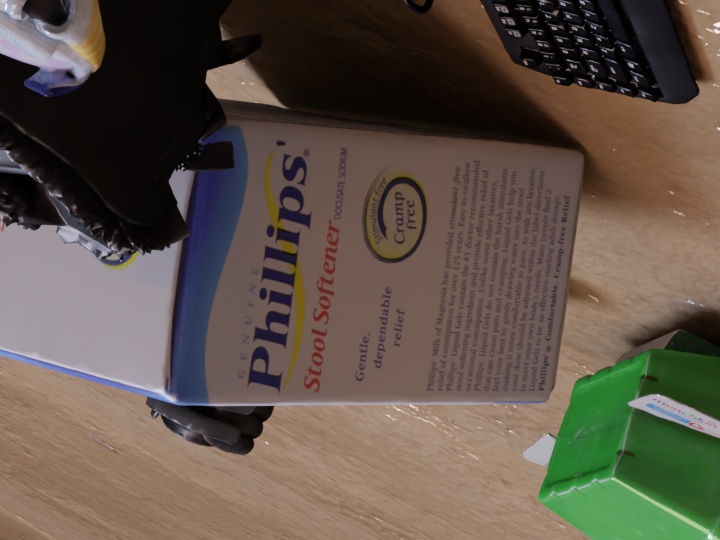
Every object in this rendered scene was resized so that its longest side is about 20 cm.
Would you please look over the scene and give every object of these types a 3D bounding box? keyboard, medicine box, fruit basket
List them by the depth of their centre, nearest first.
[{"bbox_3d":[0.041,-0.104,0.929,0.104,0.040,0.200,19,161,27],"label":"keyboard"},{"bbox_3d":[-0.049,-0.012,1.108,0.200,0.103,0.182,2,-173,-43],"label":"medicine box"},{"bbox_3d":[0.189,0.095,1.260,0.200,0.094,0.185,15,167,-10],"label":"fruit basket"}]

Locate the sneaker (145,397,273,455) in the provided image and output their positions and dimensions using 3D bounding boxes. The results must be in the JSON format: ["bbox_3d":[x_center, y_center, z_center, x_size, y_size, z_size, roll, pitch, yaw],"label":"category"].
[{"bbox_3d":[-0.066,0.033,1.428,0.071,0.099,0.200,26,163,14],"label":"sneaker"}]

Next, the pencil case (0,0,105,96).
[{"bbox_3d":[-0.056,-0.145,0.670,0.083,0.200,0.091,28,176,-23],"label":"pencil case"}]

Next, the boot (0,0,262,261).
[{"bbox_3d":[-0.095,-0.109,0.912,0.073,0.163,0.198,13,159,38],"label":"boot"}]
